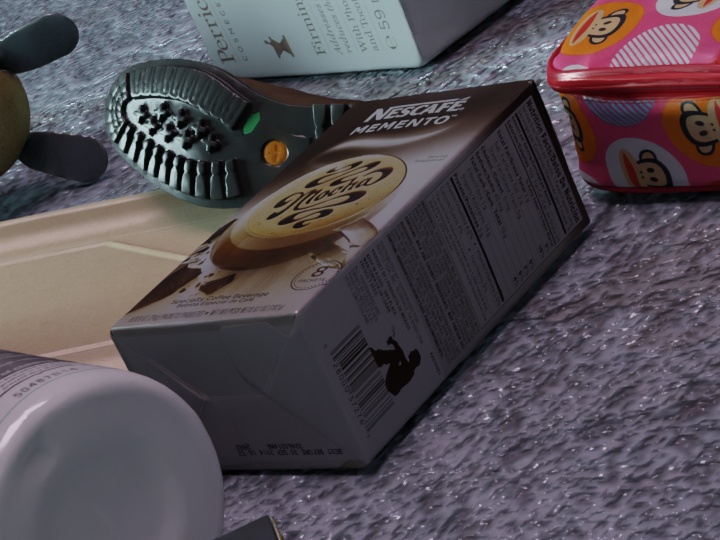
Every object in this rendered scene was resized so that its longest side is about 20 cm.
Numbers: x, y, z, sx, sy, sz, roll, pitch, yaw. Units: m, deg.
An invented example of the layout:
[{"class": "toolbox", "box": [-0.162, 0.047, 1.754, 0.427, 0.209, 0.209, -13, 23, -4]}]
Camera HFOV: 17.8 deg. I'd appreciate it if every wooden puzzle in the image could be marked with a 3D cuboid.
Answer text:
[{"class": "wooden puzzle", "box": [-0.143, 0.023, 1.157, 0.185, 0.037, 0.200, -12, 26, 1]}]

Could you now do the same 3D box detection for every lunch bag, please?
[{"class": "lunch bag", "box": [0.203, -0.112, 1.085, 0.176, 0.082, 0.200, 2, 35, 42]}]

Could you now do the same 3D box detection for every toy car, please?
[{"class": "toy car", "box": [-0.262, -0.087, 1.418, 0.200, 0.164, 0.158, -9, 23, 4]}]

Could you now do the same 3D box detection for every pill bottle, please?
[{"class": "pill bottle", "box": [-0.155, 0.087, 0.938, 0.113, 0.113, 0.200, -38, 26, -31]}]

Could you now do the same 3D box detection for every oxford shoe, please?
[{"class": "oxford shoe", "box": [-0.044, -0.065, 1.210, 0.200, 0.073, 0.084, 16, 8, 26]}]

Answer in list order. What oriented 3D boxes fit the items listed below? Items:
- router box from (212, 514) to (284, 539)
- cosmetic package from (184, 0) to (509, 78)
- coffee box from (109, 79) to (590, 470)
[{"class": "router box", "box": [-0.078, 0.176, 0.591, 0.200, 0.157, 0.052, -25, 21, -2]}, {"class": "cosmetic package", "box": [-0.006, -0.232, 1.452, 0.200, 0.167, 0.166, 1, 33, 49]}, {"class": "coffee box", "box": [0.000, 0.000, 1.024, 0.113, 0.080, 0.200, -6, 28, 40]}]
